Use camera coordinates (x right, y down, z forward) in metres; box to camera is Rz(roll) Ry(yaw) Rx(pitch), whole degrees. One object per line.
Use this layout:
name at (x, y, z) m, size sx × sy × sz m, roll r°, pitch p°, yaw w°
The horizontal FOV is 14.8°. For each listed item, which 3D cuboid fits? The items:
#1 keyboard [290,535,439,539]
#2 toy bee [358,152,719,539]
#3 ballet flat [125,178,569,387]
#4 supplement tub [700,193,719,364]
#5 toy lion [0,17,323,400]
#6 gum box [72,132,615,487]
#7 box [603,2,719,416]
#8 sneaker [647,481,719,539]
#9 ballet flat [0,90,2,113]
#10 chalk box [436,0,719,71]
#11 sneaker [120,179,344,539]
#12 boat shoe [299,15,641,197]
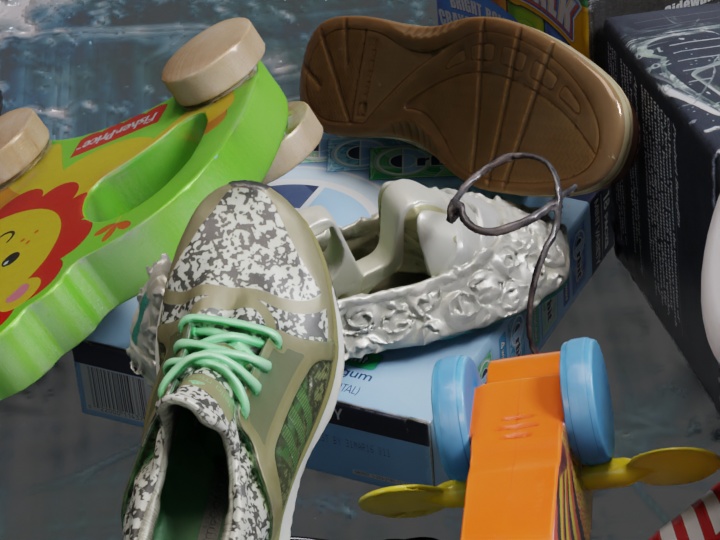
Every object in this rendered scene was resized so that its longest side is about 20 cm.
keyboard at (-0.034, 0.131, 1.032) m, size 0.198 × 0.040 × 0.104 m, roll -2°, pitch 34°, yaw 3°
toy bee at (0.077, 0.067, 1.057) m, size 0.130 × 0.109 × 0.201 m, roll 8°, pitch 51°, yaw 28°
ballet flat at (0.000, 0.000, 1.121) m, size 0.199 × 0.072 × 0.072 m, roll -18°, pitch 36°, yaw -19°
supplement tub at (0.237, 0.009, 0.975) m, size 0.199 × 0.145 × 0.145 m, roll 24°, pitch 28°, yaw -19°
toy lion at (-0.131, -0.008, 1.179) m, size 0.199 × 0.069 × 0.192 m, roll -20°, pitch 27°, yaw 30°
gum box at (-0.003, 0.008, 1.206) m, size 0.169 × 0.045 × 0.200 m, roll 12°, pitch 38°, yaw 23°
box at (0.218, -0.036, 1.141) m, size 0.199 × 0.125 × 0.197 m, roll -8°, pitch 23°, yaw -5°
sneaker at (0.177, 0.134, 0.986) m, size 0.115 × 0.079 × 0.200 m, roll -30°, pitch 28°, yaw -19°
ballet flat at (-0.210, -0.050, 1.260) m, size 0.066 × 0.057 × 0.200 m, roll -4°, pitch 15°, yaw 18°
chalk box at (0.115, -0.144, 1.277) m, size 0.124 × 0.201 × 0.124 m, roll -24°, pitch 38°, yaw -27°
sneaker at (-0.049, 0.051, 1.011) m, size 0.076 × 0.089 × 0.201 m, roll 4°, pitch 66°, yaw 5°
boat shoe at (0.058, -0.071, 1.209) m, size 0.072 × 0.073 × 0.199 m, roll 9°, pitch 2°, yaw -41°
